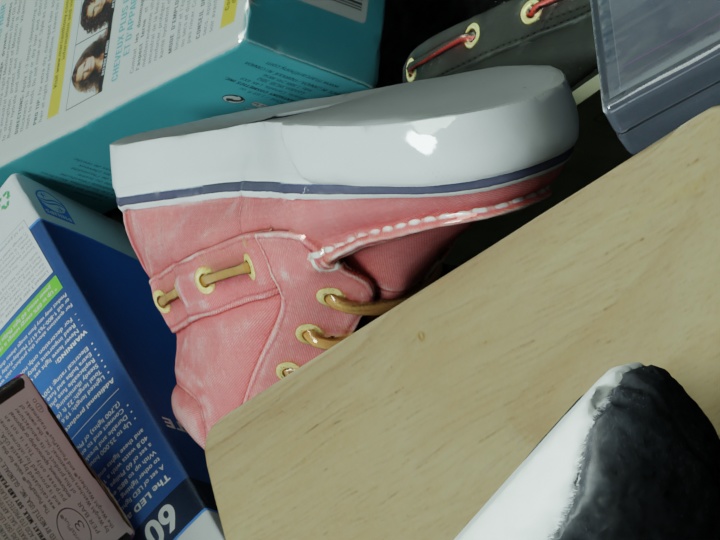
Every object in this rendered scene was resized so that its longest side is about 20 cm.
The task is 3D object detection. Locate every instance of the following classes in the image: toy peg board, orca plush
[{"bbox_3d":[0.079,0.095,0.711,0.200,0.097,0.200,-33,65,43],"label":"toy peg board"},{"bbox_3d":[0.030,0.099,0.632,0.071,0.105,0.200,41,121,4],"label":"orca plush"}]

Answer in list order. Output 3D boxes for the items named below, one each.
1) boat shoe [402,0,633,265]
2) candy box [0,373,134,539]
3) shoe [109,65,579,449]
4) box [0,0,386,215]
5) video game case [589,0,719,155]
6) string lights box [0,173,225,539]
[{"bbox_3d":[0.087,-0.067,0.800,0.201,0.073,0.063,-28,60,38],"label":"boat shoe"},{"bbox_3d":[-0.164,0.115,0.792,0.136,0.200,0.061,-36,90,33],"label":"candy box"},{"bbox_3d":[0.000,0.000,0.799,0.200,0.071,0.092,-3,101,59],"label":"shoe"},{"bbox_3d":[-0.065,-0.074,0.938,0.200,0.049,0.083,-20,58,54],"label":"box"},{"bbox_3d":[0.120,-0.113,0.750,0.142,0.019,0.200,-28,25,16],"label":"video game case"},{"bbox_3d":[-0.083,0.073,0.910,0.103,0.059,0.200,-50,44,15],"label":"string lights box"}]
